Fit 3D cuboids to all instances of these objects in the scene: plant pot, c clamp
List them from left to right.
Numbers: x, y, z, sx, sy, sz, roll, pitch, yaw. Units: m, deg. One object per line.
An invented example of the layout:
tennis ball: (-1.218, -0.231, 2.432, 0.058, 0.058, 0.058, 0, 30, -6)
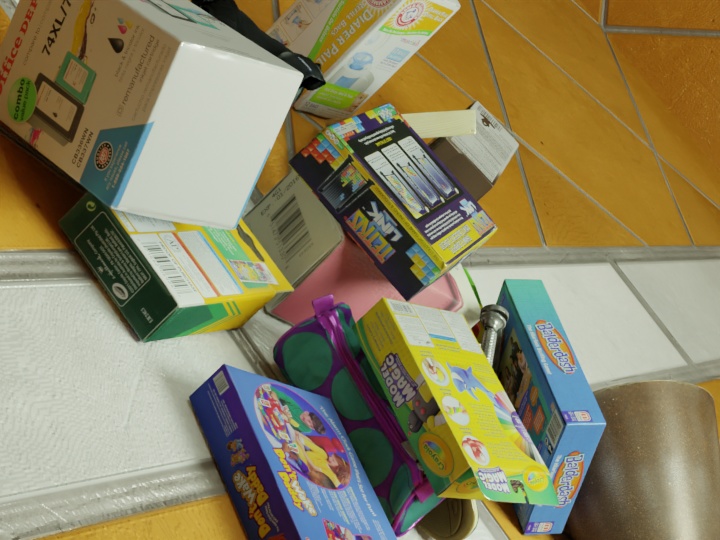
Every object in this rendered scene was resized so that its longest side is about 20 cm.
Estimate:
c clamp: (0.115, 0.112, 1.751, 0.171, 0.027, 0.201, 86, 13, -50)
plant pot: (0.278, 0.239, 1.847, 0.187, 0.187, 0.201, 25, 45, -45)

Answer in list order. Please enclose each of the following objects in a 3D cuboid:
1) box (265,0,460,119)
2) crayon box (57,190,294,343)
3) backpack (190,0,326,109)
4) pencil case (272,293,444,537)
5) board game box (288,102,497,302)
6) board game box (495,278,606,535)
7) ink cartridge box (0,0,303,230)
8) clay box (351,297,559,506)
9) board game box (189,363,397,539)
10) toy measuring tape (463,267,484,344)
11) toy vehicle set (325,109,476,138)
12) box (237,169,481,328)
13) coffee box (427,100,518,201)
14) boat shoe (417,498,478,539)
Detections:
box: (-0.004, -0.277, 2.139, 0.112, 0.200, 0.102, 9, 43, -58)
crayon box: (-0.152, -0.009, 1.591, 0.126, 0.052, 0.200, 53, 22, 14)
backpack: (-0.132, -0.170, 1.811, 0.166, 0.127, 0.200, 31, 25, -9)
pencil case: (0.007, 0.124, 1.609, 0.085, 0.093, 0.200, -24, 66, -26)
board game box: (0.034, -0.067, 1.742, 0.165, 0.057, 0.200, 51, 20, 3)
board game box: (0.166, 0.130, 1.824, 0.045, 0.153, 0.200, 0, 42, -19)
ink cartridge box: (-0.183, -0.149, 1.549, 0.200, 0.147, 0.146, 35, 17, 37)
clay box: (0.080, 0.120, 1.573, 0.115, 0.048, 0.201, 13, 43, -49)
board game box: (-0.043, 0.176, 1.481, 0.134, 0.045, 0.200, 23, 32, -48)
toy measuring tape: (0.100, 0.068, 1.933, 0.200, 0.073, 0.074, 67, 1, -48)
toy vehicle set: (0.041, -0.155, 2.034, 0.200, 0.124, 0.027, -163, -111, -78)
box: (0.000, 0.000, 1.787, 0.200, 0.109, 0.128, 28, 27, -40)
coffee box: (0.104, -0.114, 2.185, 0.080, 0.114, 0.200, 46, 22, -3)
boat shoe: (0.052, 0.150, 1.671, 0.065, 0.073, 0.201, 9, 48, -60)
